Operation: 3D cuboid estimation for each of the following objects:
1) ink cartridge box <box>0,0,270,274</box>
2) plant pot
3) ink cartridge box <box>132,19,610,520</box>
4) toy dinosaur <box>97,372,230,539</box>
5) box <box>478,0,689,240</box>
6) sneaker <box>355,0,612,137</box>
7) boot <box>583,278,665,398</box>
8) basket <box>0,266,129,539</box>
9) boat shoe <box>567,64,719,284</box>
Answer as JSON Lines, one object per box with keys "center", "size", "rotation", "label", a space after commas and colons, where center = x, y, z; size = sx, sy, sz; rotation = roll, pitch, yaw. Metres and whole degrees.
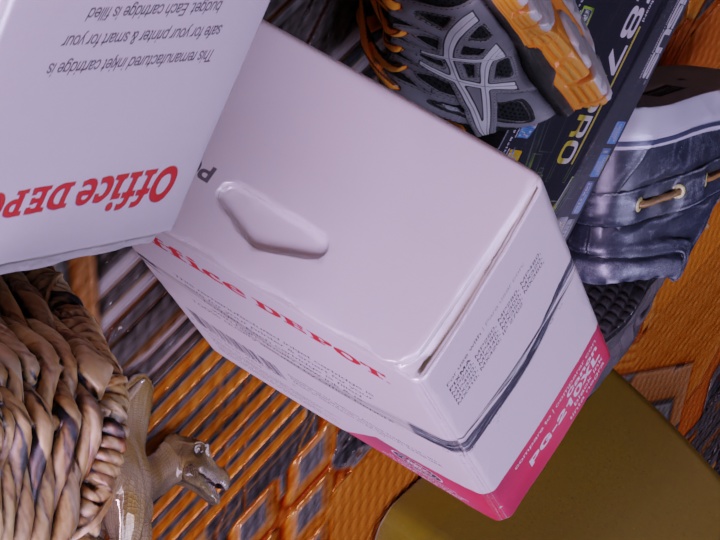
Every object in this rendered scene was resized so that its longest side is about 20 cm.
{"center": [-0.079, -0.106, 0.739], "size": [0.145, 0.084, 0.200], "rotation": [-14, 132, -63], "label": "ink cartridge box"}
{"center": [0.118, 0.195, 1.524], "size": [0.200, 0.176, 0.200], "rotation": [-39, 152, -44], "label": "plant pot"}
{"center": [0.000, 0.000, 0.996], "size": [0.084, 0.145, 0.200], "rotation": [-57, 161, -10], "label": "ink cartridge box"}
{"center": [-0.099, 0.085, 1.048], "size": [0.200, 0.058, 0.101], "rotation": [54, 54, -77], "label": "toy dinosaur"}
{"center": [0.070, -0.064, 1.214], "size": [0.200, 0.049, 0.161], "rotation": [-63, 163, 10], "label": "box"}
{"center": [0.031, -0.100, 1.039], "size": [0.077, 0.078, 0.200], "rotation": [-23, 149, 13], "label": "sneaker"}
{"center": [0.107, 0.035, 1.431], "size": [0.200, 0.070, 0.132], "rotation": [-35, 155, -40], "label": "boot"}
{"center": [-0.142, 0.089, 0.791], "size": [0.200, 0.143, 0.149], "rotation": [-62, 159, 11], "label": "basket"}
{"center": [0.157, -0.050, 1.386], "size": [0.200, 0.071, 0.091], "rotation": [-15, 112, -53], "label": "boat shoe"}
